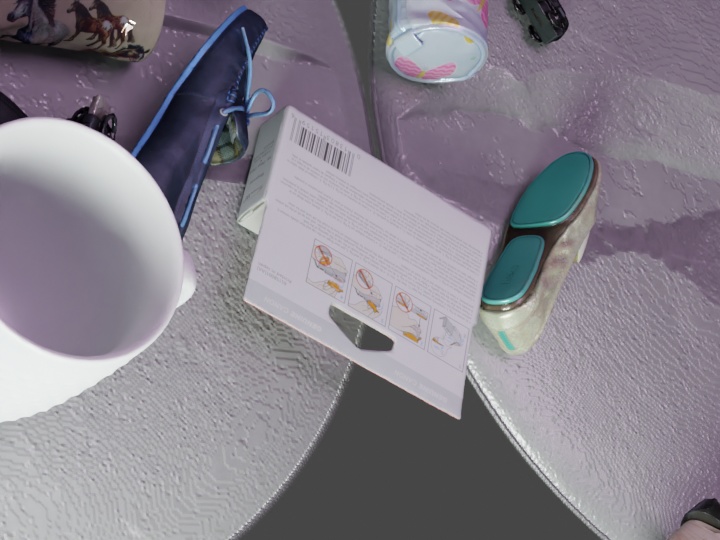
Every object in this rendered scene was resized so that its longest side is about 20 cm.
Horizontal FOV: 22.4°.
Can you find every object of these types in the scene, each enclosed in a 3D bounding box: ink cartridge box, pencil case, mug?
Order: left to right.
[{"bbox_3d":[-0.221,-0.184,1.213,0.199,0.090,0.078,1,39,-39],"label":"pencil case"},{"bbox_3d":[-0.189,0.014,1.069,0.199,0.175,0.149,-2,70,-40],"label":"mug"},{"bbox_3d":[0.000,0.000,1.322,0.199,0.043,0.175,30,53,-25],"label":"ink cartridge box"},{"bbox_3d":[0.060,-0.252,1.470,0.091,0.083,0.202,35,47,-51],"label":"pencil case"}]

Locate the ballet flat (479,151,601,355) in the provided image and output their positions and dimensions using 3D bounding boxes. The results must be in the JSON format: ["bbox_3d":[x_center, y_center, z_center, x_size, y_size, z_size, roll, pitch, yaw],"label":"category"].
[{"bbox_3d":[0.145,-0.013,1.447,0.200,0.067,0.063,-56,134,-38],"label":"ballet flat"}]

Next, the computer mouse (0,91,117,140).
[{"bbox_3d":[-0.248,-0.085,1.146,0.199,0.053,0.140,27,64,-24],"label":"computer mouse"}]

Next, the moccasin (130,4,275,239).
[{"bbox_3d":[-0.110,-0.095,1.265,0.068,0.080,0.201,31,63,-5],"label":"moccasin"}]

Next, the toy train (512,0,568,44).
[{"bbox_3d":[0.124,-0.288,1.576,0.046,0.034,0.201,-27,87,-56],"label":"toy train"}]

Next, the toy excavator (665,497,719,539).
[{"bbox_3d":[0.296,0.303,1.377,0.194,0.201,0.100,24,37,31],"label":"toy excavator"}]
